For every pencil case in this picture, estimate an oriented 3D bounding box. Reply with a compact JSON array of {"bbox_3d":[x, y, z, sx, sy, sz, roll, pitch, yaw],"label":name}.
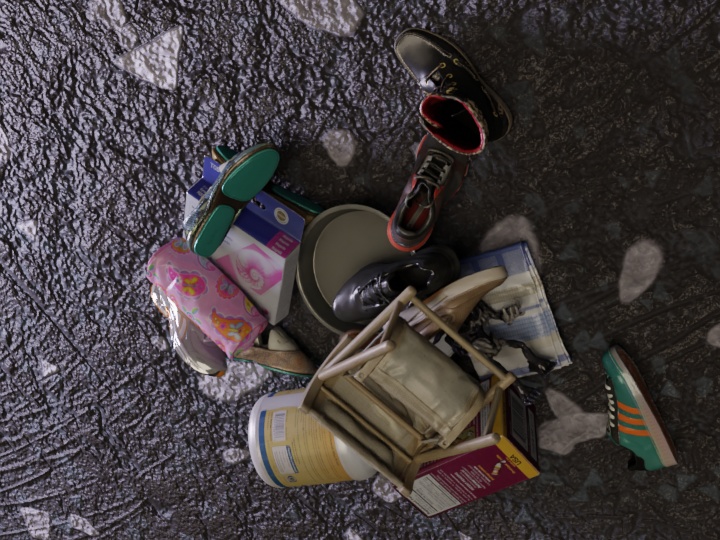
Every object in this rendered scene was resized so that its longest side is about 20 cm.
[{"bbox_3d":[-0.233,0.039,1.509,0.200,0.087,0.088,42,117,7],"label":"pencil case"}]

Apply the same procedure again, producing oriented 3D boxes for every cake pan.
[{"bbox_3d":[0.000,0.000,1.459,0.200,0.037,0.201,6,106,24],"label":"cake pan"}]

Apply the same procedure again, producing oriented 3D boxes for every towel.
[{"bbox_3d":[0.210,0.065,1.465,0.146,0.024,0.201,-17,102,26],"label":"towel"}]

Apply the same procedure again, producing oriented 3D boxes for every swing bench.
[{"bbox_3d":[0.061,0.165,1.334,0.199,0.130,0.200,41,129,-12],"label":"swing bench"}]

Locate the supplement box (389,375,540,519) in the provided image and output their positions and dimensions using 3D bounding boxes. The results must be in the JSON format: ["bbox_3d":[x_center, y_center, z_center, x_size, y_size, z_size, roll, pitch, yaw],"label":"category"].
[{"bbox_3d":[0.154,0.261,1.485,0.200,0.131,0.103,-29,121,27],"label":"supplement box"}]

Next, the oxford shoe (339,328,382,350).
[{"bbox_3d":[0.058,0.149,1.438,0.200,0.071,0.071,29,121,-6],"label":"oxford shoe"}]

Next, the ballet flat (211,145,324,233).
[{"bbox_3d":[-0.147,-0.110,1.495,0.200,0.069,0.063,33,113,5],"label":"ballet flat"}]

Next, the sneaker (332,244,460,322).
[{"bbox_3d":[0.036,0.021,1.376,0.200,0.091,0.076,-27,89,29],"label":"sneaker"}]

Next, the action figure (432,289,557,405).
[{"bbox_3d":[0.184,0.091,1.409,0.200,0.119,0.102,40,159,0],"label":"action figure"}]

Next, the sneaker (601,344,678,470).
[{"bbox_3d":[0.379,0.204,1.431,0.080,0.071,0.200,-24,102,21],"label":"sneaker"}]

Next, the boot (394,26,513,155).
[{"bbox_3d":[0.110,-0.234,1.314,0.200,0.151,0.073,47,117,-2],"label":"boot"}]

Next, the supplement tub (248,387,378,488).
[{"bbox_3d":[-0.050,0.242,1.487,0.199,0.145,0.145,-10,106,22],"label":"supplement tub"}]

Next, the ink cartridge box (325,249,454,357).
[{"bbox_3d":[0.053,0.070,1.502,0.200,0.050,0.109,46,118,9],"label":"ink cartridge box"}]

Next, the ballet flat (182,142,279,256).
[{"bbox_3d":[-0.191,-0.113,1.424,0.074,0.074,0.200,40,104,1],"label":"ballet flat"}]

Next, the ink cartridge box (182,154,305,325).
[{"bbox_3d":[-0.181,-0.042,1.496,0.196,0.043,0.200,33,137,20],"label":"ink cartridge box"}]

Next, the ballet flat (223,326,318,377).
[{"bbox_3d":[-0.157,0.119,1.591,0.199,0.068,0.068,11,98,14],"label":"ballet flat"}]

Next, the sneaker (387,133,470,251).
[{"bbox_3d":[0.100,-0.121,1.365,0.077,0.082,0.201,21,85,2],"label":"sneaker"}]

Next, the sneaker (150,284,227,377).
[{"bbox_3d":[-0.253,0.072,1.569,0.092,0.076,0.200,-41,66,19],"label":"sneaker"}]

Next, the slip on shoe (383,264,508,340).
[{"bbox_3d":[0.120,0.055,1.359,0.200,0.076,0.061,-29,82,26],"label":"slip on shoe"}]
